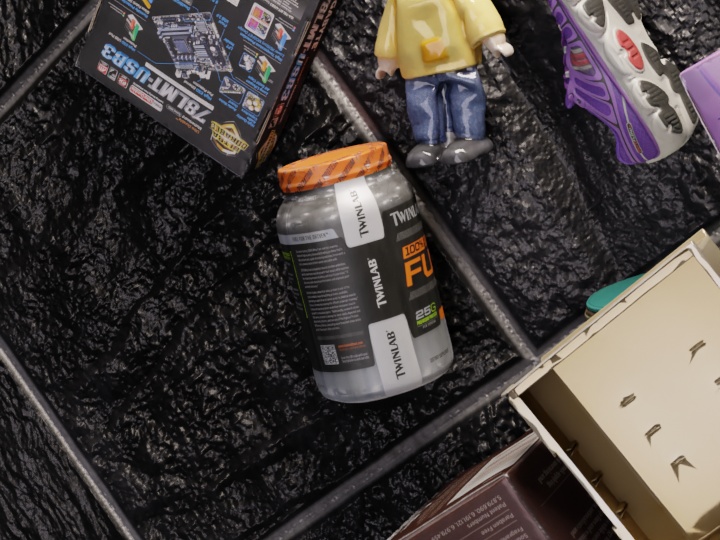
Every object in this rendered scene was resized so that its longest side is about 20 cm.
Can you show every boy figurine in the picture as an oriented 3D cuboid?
[{"bbox_3d":[0.064,-0.188,1.246,0.123,0.064,0.202,1,109,31],"label":"boy figurine"}]

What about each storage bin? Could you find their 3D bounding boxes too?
[{"bbox_3d":[0.237,0.109,1.140,0.198,0.094,0.200,-41,86,22],"label":"storage bin"}]

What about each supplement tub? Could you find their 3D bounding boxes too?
[{"bbox_3d":[0.000,0.000,1.303,0.122,0.122,0.202,-8,102,30],"label":"supplement tub"}]

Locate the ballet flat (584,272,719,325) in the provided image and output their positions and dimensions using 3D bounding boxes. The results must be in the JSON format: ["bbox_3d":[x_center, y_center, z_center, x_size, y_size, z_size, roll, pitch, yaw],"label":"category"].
[{"bbox_3d":[0.271,0.025,1.202,0.199,0.071,0.071,-21,95,31],"label":"ballet flat"}]

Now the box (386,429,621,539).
[{"bbox_3d":[0.147,0.254,1.275,0.164,0.166,0.201,-37,86,30],"label":"box"}]

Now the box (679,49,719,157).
[{"bbox_3d":[0.343,-0.151,1.041,0.199,0.176,0.097,-29,91,32],"label":"box"}]

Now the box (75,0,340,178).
[{"bbox_3d":[-0.134,-0.217,1.351,0.199,0.050,0.199,34,119,15],"label":"box"}]

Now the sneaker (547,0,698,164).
[{"bbox_3d":[0.175,-0.169,1.187,0.083,0.080,0.201,-32,86,44],"label":"sneaker"}]

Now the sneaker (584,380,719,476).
[{"bbox_3d":[0.285,0.134,1.223,0.199,0.081,0.115,43,116,3],"label":"sneaker"}]
